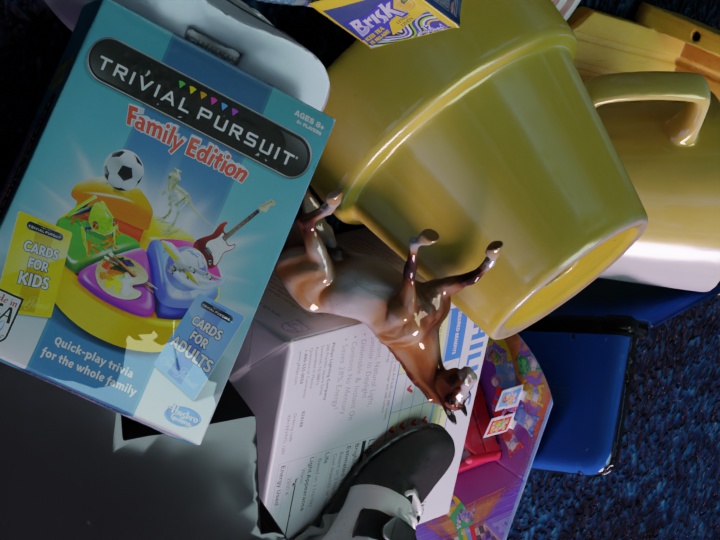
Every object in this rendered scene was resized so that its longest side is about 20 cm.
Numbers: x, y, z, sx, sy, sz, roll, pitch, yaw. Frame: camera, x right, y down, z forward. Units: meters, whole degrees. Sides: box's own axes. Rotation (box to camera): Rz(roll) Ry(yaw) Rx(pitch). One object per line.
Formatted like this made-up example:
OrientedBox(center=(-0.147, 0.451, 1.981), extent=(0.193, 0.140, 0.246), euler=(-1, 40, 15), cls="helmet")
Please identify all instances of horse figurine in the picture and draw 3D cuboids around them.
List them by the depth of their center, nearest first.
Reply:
OrientedBox(center=(0.000, 0.000, 1.081), extent=(0.050, 0.199, 0.133), euler=(-58, 172, -42), cls="horse figurine")

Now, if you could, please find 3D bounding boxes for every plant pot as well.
OrientedBox(center=(0.082, -0.067, 1.131), extent=(0.200, 0.189, 0.201), euler=(-34, 167, -9), cls="plant pot")

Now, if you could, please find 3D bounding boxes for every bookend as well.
OrientedBox(center=(-0.154, 0.083, 1.037), extent=(0.198, 0.092, 0.201), euler=(-10, 114, -19), cls="bookend")

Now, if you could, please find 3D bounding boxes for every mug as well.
OrientedBox(center=(0.184, -0.075, 1.273), extent=(0.152, 0.150, 0.187), euler=(0, 115, -4), cls="mug")

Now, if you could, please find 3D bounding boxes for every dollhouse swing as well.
OrientedBox(center=(0.237, -0.097, 1.368), extent=(0.176, 0.181, 0.201), euler=(-9, 123, -64), cls="dollhouse swing")

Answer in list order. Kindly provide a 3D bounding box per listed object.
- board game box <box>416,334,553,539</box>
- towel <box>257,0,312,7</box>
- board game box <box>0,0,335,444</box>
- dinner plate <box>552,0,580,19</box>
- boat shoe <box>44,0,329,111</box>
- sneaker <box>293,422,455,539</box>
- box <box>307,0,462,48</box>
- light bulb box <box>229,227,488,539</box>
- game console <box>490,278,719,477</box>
OrientedBox(center=(0.059, 0.124, 1.318), extent=(0.039, 0.158, 0.201), euler=(-3, 117, -45), cls="board game box")
OrientedBox(center=(-0.042, -0.229, 1.022), extent=(0.200, 0.024, 0.148), euler=(1, 81, -49), cls="towel")
OrientedBox(center=(-0.121, -0.026, 0.951), extent=(0.151, 0.047, 0.201), euler=(26, 80, -22), cls="board game box")
OrientedBox(center=(0.107, -0.240, 1.235), extent=(0.200, 0.024, 0.201), euler=(-27, 132, -35), cls="dinner plate")
OrientedBox(center=(-0.111, -0.155, 1.018), extent=(0.201, 0.086, 0.075), euler=(26, 100, -23), cls="boat shoe")
OrientedBox(center=(0.010, 0.194, 1.170), extent=(0.200, 0.088, 0.074), euler=(-47, 140, -15), cls="sneaker")
OrientedBox(center=(0.026, -0.240, 1.034), extent=(0.064, 0.070, 0.201), euler=(30, 61, -45), cls="box")
OrientedBox(center=(-0.028, 0.090, 1.227), extent=(0.200, 0.125, 0.199), euler=(-13, 124, -42), cls="light bulb box")
OrientedBox(center=(0.166, 0.077, 1.351), extent=(0.118, 0.200, 0.171), euler=(18, 79, -38), cls="game console")
